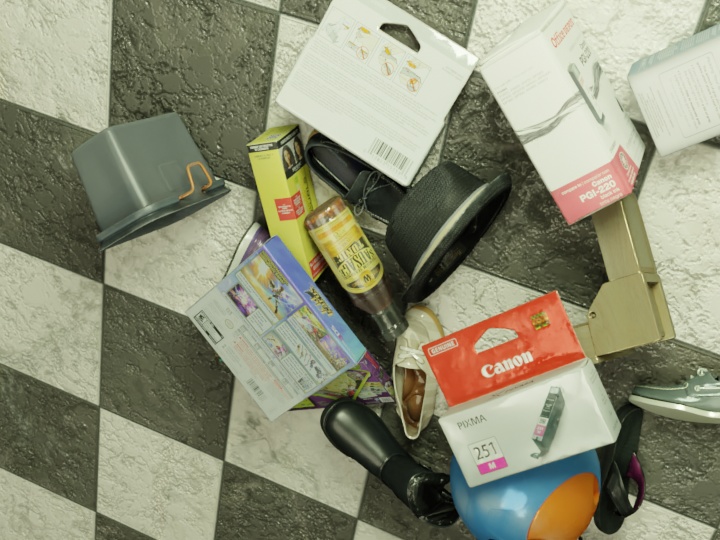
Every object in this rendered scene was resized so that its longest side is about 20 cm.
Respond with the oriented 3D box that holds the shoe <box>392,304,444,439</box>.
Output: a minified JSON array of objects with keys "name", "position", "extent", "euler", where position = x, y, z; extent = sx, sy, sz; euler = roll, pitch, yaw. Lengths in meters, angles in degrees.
[{"name":"shoe","position":[0.081,0.146,1.310],"extent":[0.069,0.053,0.204],"euler":[9,118,19]}]

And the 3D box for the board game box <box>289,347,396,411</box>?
[{"name":"board game box","position":[-0.056,0.162,1.362],"extent":[0.196,0.033,0.120],"euler":[-8,146,26]}]

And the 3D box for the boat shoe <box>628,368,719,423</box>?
[{"name":"boat shoe","position":[0.439,0.157,1.170],"extent":[0.196,0.073,0.063],"euler":[4,74,29]}]

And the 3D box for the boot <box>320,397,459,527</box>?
[{"name":"boot","position":[0.046,0.267,1.310],"extent":[0.200,0.077,0.168],"euler":[45,169,-20]}]

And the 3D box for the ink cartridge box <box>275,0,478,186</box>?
[{"name":"ink cartridge box","position":[0.020,-0.230,1.144],"extent":[0.198,0.044,0.175],"euler":[33,97,6]}]

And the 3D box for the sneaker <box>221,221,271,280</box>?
[{"name":"sneaker","position":[-0.160,0.034,1.350],"extent":[0.087,0.076,0.202],"euler":[29,123,0]}]

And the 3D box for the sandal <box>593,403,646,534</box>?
[{"name":"sandal","position":[0.351,0.277,1.241],"extent":[0.048,0.074,0.204],"euler":[27,127,44]}]

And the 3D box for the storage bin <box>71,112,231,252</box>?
[{"name":"storage bin","position":[-0.282,-0.131,1.253],"extent":[0.144,0.200,0.136],"euler":[-24,95,31]}]

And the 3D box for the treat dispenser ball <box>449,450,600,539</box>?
[{"name":"treat dispenser ball","position":[0.215,0.272,1.228],"extent":[0.197,0.201,0.205],"euler":[10,119,18]}]

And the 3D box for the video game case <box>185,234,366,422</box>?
[{"name":"video game case","position":[-0.118,0.082,1.278],"extent":[0.180,0.045,0.201],"euler":[-36,95,33]}]

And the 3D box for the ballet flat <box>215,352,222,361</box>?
[{"name":"ballet flat","position":[-0.129,0.094,1.376],"extent":[0.196,0.071,0.072],"euler":[-7,112,27]}]

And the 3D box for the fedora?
[{"name":"fedora","position":[0.093,-0.059,1.136],"extent":[0.091,0.200,0.202],"euler":[41,124,12]}]

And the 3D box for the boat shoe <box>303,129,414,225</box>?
[{"name":"boat shoe","position":[0.006,-0.110,1.210],"extent":[0.199,0.062,0.075],"euler":[39,122,-1]}]

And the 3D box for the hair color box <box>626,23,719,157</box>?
[{"name":"hair color box","position":[0.397,-0.210,0.990],"extent":[0.197,0.061,0.100],"euler":[-21,106,31]}]

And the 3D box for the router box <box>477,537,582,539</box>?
[{"name":"router box","position":[0.273,0.471,1.386],"extent":[0.147,0.062,0.203],"euler":[-13,109,29]}]

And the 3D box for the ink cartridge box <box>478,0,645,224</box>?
[{"name":"ink cartridge box","position":[0.226,-0.178,1.028],"extent":[0.084,0.146,0.202],"euler":[-28,103,33]}]

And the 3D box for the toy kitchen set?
[{"name":"toy kitchen set","position":[0.272,0.025,1.151],"extent":[0.197,0.162,0.184],"euler":[-19,79,30]}]

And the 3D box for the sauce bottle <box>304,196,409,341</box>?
[{"name":"sauce bottle","position":[0.000,0.000,1.246],"extent":[0.065,0.066,0.202],"euler":[-27,103,31]}]

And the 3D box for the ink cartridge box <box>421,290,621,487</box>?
[{"name":"ink cartridge box","position":[0.178,0.142,1.090],"extent":[0.198,0.043,0.176],"euler":[-25,93,30]}]

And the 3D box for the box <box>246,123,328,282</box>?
[{"name":"box","position":[-0.094,-0.087,1.257],"extent":[0.049,0.075,0.204],"euler":[-2,113,24]}]
